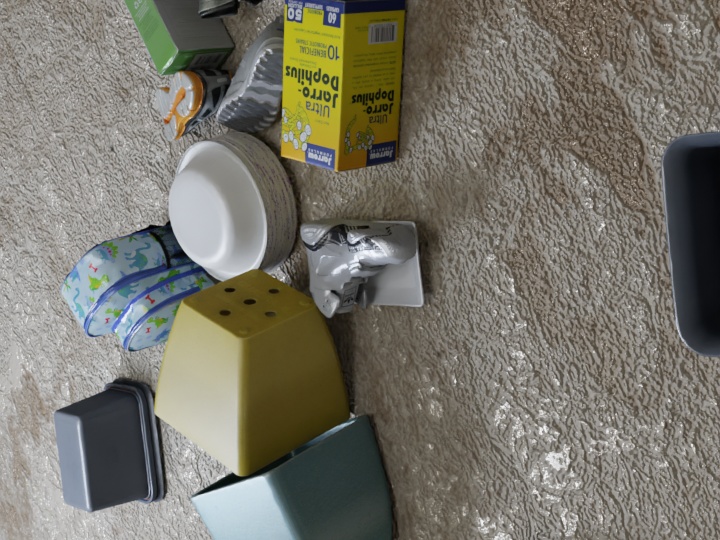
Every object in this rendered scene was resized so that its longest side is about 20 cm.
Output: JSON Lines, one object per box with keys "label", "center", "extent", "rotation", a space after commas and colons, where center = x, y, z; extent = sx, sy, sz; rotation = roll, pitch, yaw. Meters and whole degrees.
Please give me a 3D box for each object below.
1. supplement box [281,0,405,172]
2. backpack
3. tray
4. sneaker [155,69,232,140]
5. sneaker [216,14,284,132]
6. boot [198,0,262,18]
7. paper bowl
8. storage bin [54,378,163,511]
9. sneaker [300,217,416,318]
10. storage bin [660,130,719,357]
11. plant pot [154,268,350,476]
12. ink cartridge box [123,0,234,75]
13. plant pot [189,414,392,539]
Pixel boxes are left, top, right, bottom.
{"label": "supplement box", "center": [-0.023, -0.234, 1.546], "extent": [0.108, 0.109, 0.203], "rotation": [18, 113, 42]}
{"label": "backpack", "center": [-0.323, 0.026, 1.861], "extent": [0.183, 0.198, 0.148], "rotation": [-48, 66, 41]}
{"label": "tray", "center": [0.010, -0.011, 1.631], "extent": [0.198, 0.022, 0.109], "rotation": [1, 100, 46]}
{"label": "sneaker", "center": [-0.238, -0.238, 1.802], "extent": [0.199, 0.076, 0.079], "rotation": [-12, 96, 65]}
{"label": "sneaker", "center": [-0.132, -0.259, 1.702], "extent": [0.200, 0.074, 0.083], "rotation": [-44, 34, 48]}
{"label": "boot", "center": [-0.223, -0.397, 1.687], "extent": [0.197, 0.068, 0.133], "rotation": [-13, 87, 9]}
{"label": "paper bowl", "center": [-0.188, -0.082, 1.753], "extent": [0.199, 0.104, 0.204], "rotation": [18, 118, 39]}
{"label": "storage bin", "center": [-0.425, 0.293, 2.077], "extent": [0.144, 0.133, 0.204], "rotation": [5, 103, 45]}
{"label": "sneaker", "center": [0.000, 0.000, 1.578], "extent": [0.199, 0.074, 0.117], "rotation": [11, 109, 50]}
{"label": "storage bin", "center": [0.377, -0.035, 1.158], "extent": [0.144, 0.133, 0.203], "rotation": [-1, 100, 46]}
{"label": "plant pot", "center": [-0.146, 0.117, 1.678], "extent": [0.199, 0.199, 0.179], "rotation": [27, 128, 39]}
{"label": "ink cartridge box", "center": [-0.268, -0.374, 1.773], "extent": [0.059, 0.103, 0.202], "rotation": [-41, 71, 43]}
{"label": "plant pot", "center": [-0.070, 0.338, 1.692], "extent": [0.195, 0.195, 0.202], "rotation": [-24, 91, 46]}
